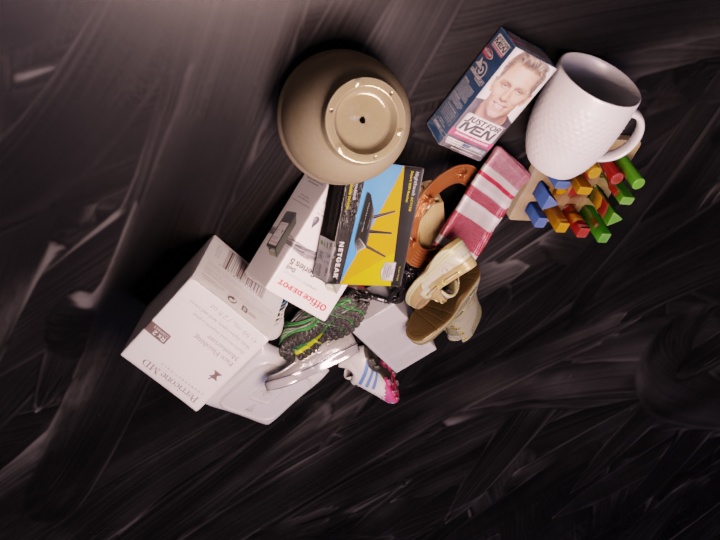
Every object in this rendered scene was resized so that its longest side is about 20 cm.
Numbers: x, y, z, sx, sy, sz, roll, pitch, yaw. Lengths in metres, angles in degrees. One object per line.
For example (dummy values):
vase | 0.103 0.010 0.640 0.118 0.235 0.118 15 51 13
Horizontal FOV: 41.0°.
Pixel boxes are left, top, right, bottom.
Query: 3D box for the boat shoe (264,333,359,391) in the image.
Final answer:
boat shoe | -0.101 0.171 1.878 0.199 0.066 0.072 -24 177 -6

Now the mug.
mug | 0.376 -0.239 1.594 0.199 0.148 0.176 11 132 -19

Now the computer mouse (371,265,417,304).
computer mouse | 0.000 0.000 1.741 0.199 0.046 0.141 14 152 0

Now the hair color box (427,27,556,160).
hair color box | 0.209 -0.279 1.548 0.100 0.061 0.200 15 126 -37

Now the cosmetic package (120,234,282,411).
cosmetic package | -0.259 0.087 1.604 0.165 0.165 0.200 39 114 -13

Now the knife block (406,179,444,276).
knife block | 0.126 -0.053 1.751 0.175 0.064 0.200 18 125 -38

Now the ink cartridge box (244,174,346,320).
ink cartridge box | -0.074 -0.038 1.592 0.145 0.084 0.201 31 90 -39

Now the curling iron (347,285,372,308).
curling iron | -0.055 0.006 1.688 0.199 0.050 0.026 35 110 -22

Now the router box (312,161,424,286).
router box | 0.013 -0.078 1.547 0.148 0.051 0.202 2 105 -34

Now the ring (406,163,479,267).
ring | 0.147 -0.089 1.657 0.200 0.019 0.201 -32 140 -30

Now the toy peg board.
toy peg board | 0.404 -0.143 1.756 0.198 0.098 0.201 1 134 -26

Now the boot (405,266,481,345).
boot | 0.170 0.099 1.886 0.200 0.072 0.155 -47 149 -23

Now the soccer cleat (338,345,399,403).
soccer cleat | 0.017 0.217 1.999 0.086 0.070 0.200 -16 139 16

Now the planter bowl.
planter bowl | -0.011 -0.217 1.387 0.199 0.135 0.202 -3 102 -16

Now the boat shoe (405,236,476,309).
boat shoe | 0.138 0.021 1.671 0.074 0.066 0.200 -35 167 -32

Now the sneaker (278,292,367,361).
sneaker | -0.075 0.086 1.786 0.199 0.086 0.078 -29 137 21

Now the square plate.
square plate | -0.191 0.238 1.944 0.198 0.029 0.199 -42 136 20

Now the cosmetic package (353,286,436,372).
cosmetic package | 0.057 0.111 1.889 0.101 0.072 0.200 -31 139 11

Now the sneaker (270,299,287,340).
sneaker | -0.161 0.063 1.731 0.072 0.073 0.201 -23 142 -23

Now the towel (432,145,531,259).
towel | 0.215 -0.110 1.687 0.201 0.023 0.144 -57 146 6
